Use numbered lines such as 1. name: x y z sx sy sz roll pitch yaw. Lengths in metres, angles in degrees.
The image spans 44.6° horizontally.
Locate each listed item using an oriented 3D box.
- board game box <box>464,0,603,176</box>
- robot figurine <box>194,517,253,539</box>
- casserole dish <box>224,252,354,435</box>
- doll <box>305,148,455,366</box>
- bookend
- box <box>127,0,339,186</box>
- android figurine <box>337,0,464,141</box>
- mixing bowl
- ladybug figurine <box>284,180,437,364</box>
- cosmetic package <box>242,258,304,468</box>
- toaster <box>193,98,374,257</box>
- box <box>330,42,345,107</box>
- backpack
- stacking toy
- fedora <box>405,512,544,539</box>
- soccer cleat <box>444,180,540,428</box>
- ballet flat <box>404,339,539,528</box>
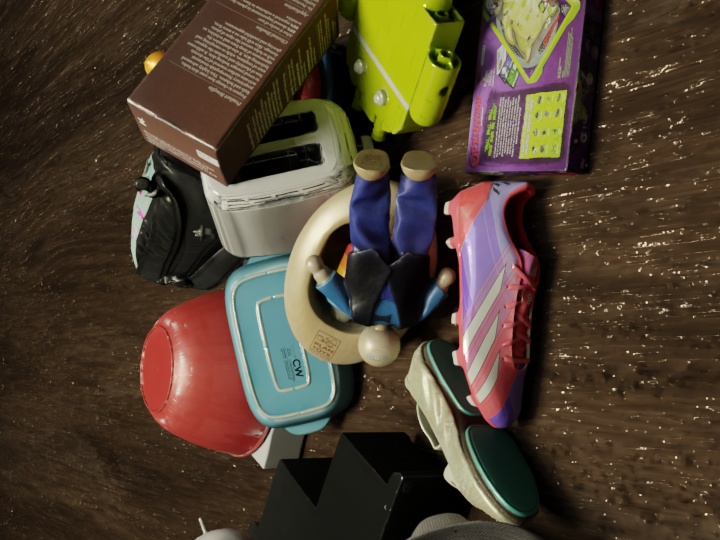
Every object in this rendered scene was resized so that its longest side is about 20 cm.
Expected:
1. board game box: 0.144 -0.180 0.726 0.119 0.032 0.203 8 92 51
2. robot figurine: -0.147 0.383 1.005 0.201 0.112 0.171 57 149 40
3. casserole dish: -0.078 0.075 0.919 0.039 0.120 0.203 -7 -96 -85
4. doll: 0.019 -0.005 0.770 0.049 0.134 0.202 -93 5 -60
5. bookend: -0.007 0.226 0.842 0.200 0.091 0.201 38 115 51
6. box: -0.111 -0.190 0.812 0.201 0.099 0.075 -56 -14 -20
7. android figurine: 0.033 -0.209 0.798 0.183 0.041 0.201 61 148 29
8. mixing bowl: -0.186 0.113 1.009 0.199 0.107 0.203 -13 75 54
9. ladybug figurine: 0.000 0.000 0.843 0.201 0.135 0.072 -61 3 24
10. cosmetic package: -0.106 0.105 1.030 0.150 0.051 0.203 31 111 50
11. toaster: -0.083 -0.091 0.878 0.129 0.197 0.115 82 176 -67
12. box: -0.076 -0.155 1.027 0.144 0.036 0.203 4 91 55
13. backpack: -0.196 -0.068 1.050 0.200 0.165 0.128 127 155 -44
14. stacking toy: -0.129 -0.191 0.906 0.115 0.198 0.111 -18 72 49
15. fedora: 0.076 0.264 0.684 0.090 0.175 0.202 -112 6 -75
16. soccer cleat: 0.116 0.026 0.718 0.076 0.066 0.203 -11 80 32
17. ballet flat: 0.090 0.145 0.741 0.063 0.067 0.201 -60 33 30
